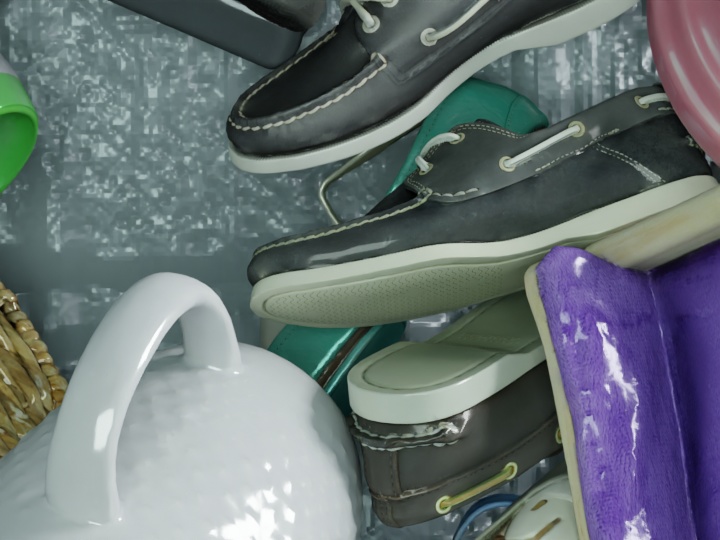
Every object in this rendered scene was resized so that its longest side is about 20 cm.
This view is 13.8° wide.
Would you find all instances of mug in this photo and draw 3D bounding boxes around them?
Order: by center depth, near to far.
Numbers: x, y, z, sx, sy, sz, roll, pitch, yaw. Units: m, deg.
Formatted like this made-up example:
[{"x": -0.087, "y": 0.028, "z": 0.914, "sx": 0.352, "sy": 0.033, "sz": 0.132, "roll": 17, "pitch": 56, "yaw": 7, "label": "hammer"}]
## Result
[{"x": -0.078, "y": 0.094, "z": 1.127, "sx": 0.147, "sy": 0.176, "sz": 0.201, "roll": 15, "pitch": 132, "yaw": 21, "label": "mug"}]

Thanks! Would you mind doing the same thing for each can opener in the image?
[{"x": -0.119, "y": -0.129, "z": 1.274, "sx": 0.199, "sy": 0.053, "sz": 0.067, "roll": 23, "pitch": 124, "yaw": 1, "label": "can opener"}]

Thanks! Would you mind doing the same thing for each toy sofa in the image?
[{"x": 0.137, "y": 0.074, "z": 1.137, "sx": 0.097, "sy": 0.083, "sz": 0.201, "roll": 6, "pitch": 69, "yaw": -40, "label": "toy sofa"}]

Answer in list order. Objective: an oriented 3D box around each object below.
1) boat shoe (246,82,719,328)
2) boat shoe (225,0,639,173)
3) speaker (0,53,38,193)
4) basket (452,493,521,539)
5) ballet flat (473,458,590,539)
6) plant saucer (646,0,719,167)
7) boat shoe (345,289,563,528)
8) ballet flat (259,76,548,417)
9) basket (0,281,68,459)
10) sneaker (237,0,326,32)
[{"x": 0.045, "y": -0.024, "z": 1.205, "sx": 0.199, "sy": 0.072, "sz": 0.068, "roll": -15, "pitch": 73, "yaw": -12, "label": "boat shoe"}, {"x": 0.028, "y": -0.106, "z": 1.235, "sx": 0.199, "sy": 0.074, "sz": 0.061, "roll": -26, "pitch": 123, "yaw": -6, "label": "boat shoe"}, {"x": -0.222, "y": -0.107, "z": 1.230, "sx": 0.088, "sy": 0.088, "sz": 0.200, "roll": -45, "pitch": 72, "yaw": 3, "label": "speaker"}, {"x": 0.086, "y": 0.212, "z": 1.223, "sx": 0.176, "sy": 0.139, "sz": 0.201, "roll": 25, "pitch": 95, "yaw": 1, "label": "basket"}, {"x": 0.058, "y": 0.131, "z": 1.150, "sx": 0.200, "sy": 0.064, "sz": 0.067, "roll": -39, "pitch": 78, "yaw": -17, "label": "ballet flat"}, {"x": 0.217, "y": -0.109, "z": 1.211, "sx": 0.199, "sy": 0.051, "sz": 0.202, "roll": 2, "pitch": 63, "yaw": -4, "label": "plant saucer"}, {"x": 0.068, "y": 0.048, "z": 1.215, "sx": 0.071, "sy": 0.201, "sz": 0.061, "roll": 9, "pitch": 110, "yaw": 40, "label": "boat shoe"}, {"x": 0.000, "y": 0.000, "z": 1.263, "sx": 0.070, "sy": 0.067, "sz": 0.200, "roll": 38, "pitch": 89, "yaw": 15, "label": "ballet flat"}, {"x": -0.225, "y": 0.061, "z": 1.253, "sx": 0.200, "sy": 0.149, "sz": 0.143, "roll": 44, "pitch": 53, "yaw": 9, "label": "basket"}, {"x": -0.061, "y": -0.193, "z": 1.217, "sx": 0.200, "sy": 0.076, "sz": 0.116, "roll": 42, "pitch": 95, "yaw": 28, "label": "sneaker"}]
